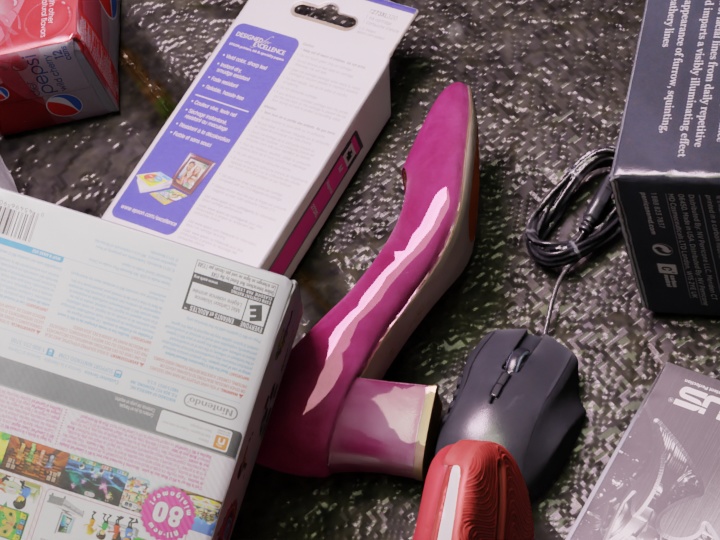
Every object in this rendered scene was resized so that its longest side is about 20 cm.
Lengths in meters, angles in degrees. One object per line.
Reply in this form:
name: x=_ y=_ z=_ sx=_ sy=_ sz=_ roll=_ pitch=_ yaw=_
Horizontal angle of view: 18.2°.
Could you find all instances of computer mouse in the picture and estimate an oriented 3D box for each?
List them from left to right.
computer mouse: x=0.082 y=0.021 z=1.012 sx=0.058 sy=0.034 sz=0.201 roll=9 pitch=59 yaw=24

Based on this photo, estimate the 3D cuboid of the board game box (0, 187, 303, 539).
board game box: x=-0.123 y=0.082 z=0.954 sx=0.146 sy=0.064 sz=0.202 roll=17 pitch=80 yaw=4

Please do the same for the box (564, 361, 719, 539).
box: x=0.176 y=0.141 z=0.891 sx=0.199 sy=0.048 sz=0.159 roll=21 pitch=64 yaw=29

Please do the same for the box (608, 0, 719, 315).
box: x=0.223 y=-0.066 z=0.981 sx=0.198 sy=0.107 sz=0.149 roll=3 pitch=57 yaw=20

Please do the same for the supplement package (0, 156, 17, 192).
supplement package: x=-0.236 y=-0.044 z=1.111 sx=0.113 sy=0.110 sz=0.201 roll=-30 pitch=53 yaw=-4

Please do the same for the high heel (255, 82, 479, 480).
high heel: x=0.000 y=0.000 z=1.034 sx=0.095 sy=0.067 sz=0.202 roll=7 pitch=72 yaw=10

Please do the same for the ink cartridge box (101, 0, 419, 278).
ink cartridge box: x=-0.053 y=-0.056 z=1.108 sx=0.094 sy=0.037 sz=0.201 roll=19 pitch=66 yaw=28

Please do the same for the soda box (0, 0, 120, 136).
soda box: x=-0.170 y=-0.173 z=1.208 sx=0.069 sy=0.064 sz=0.201 roll=-11 pitch=54 yaw=10

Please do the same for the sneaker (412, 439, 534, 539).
sneaker: x=-0.004 y=0.158 z=0.879 sx=0.115 sy=0.078 sz=0.202 roll=10 pitch=91 yaw=29
